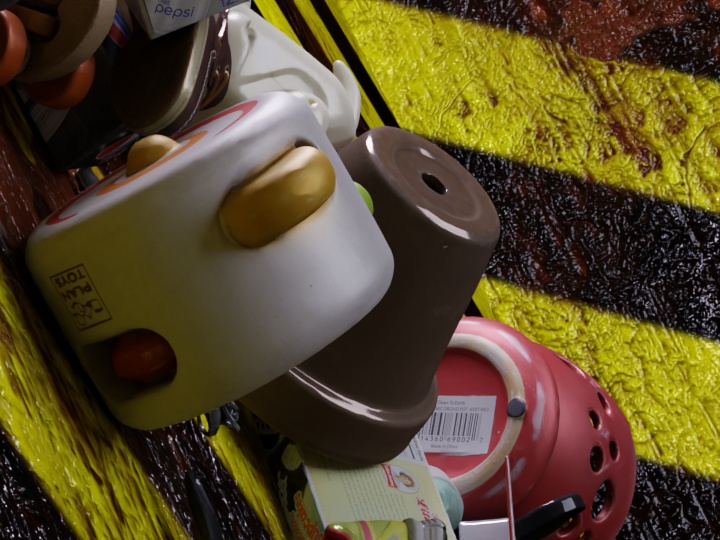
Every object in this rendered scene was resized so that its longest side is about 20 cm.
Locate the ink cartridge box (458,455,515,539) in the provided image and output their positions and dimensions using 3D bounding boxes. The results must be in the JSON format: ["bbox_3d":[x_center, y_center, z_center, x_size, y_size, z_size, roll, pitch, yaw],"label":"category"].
[{"bbox_3d":[0.094,0.260,1.920,0.177,0.044,0.201,79,7,-52],"label":"ink cartridge box"}]

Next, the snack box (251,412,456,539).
[{"bbox_3d":[0.001,0.157,1.867,0.116,0.037,0.201,15,35,-31],"label":"snack box"}]

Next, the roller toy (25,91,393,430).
[{"bbox_3d":[-0.087,-0.011,1.527,0.140,0.182,0.200,60,5,-10],"label":"roller toy"}]

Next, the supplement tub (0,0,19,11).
[{"bbox_3d":[-0.250,-0.244,1.585,0.201,0.107,0.107,63,8,20],"label":"supplement tub"}]

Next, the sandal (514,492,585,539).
[{"bbox_3d":[0.101,0.221,2.071,0.075,0.200,0.045,-18,80,-39],"label":"sandal"}]

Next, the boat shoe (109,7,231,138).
[{"bbox_3d":[-0.106,-0.131,1.712,0.072,0.072,0.200,47,18,-26],"label":"boat shoe"}]

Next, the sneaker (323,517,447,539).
[{"bbox_3d":[0.000,0.231,1.700,0.201,0.090,0.079,-81,-177,-51],"label":"sneaker"}]

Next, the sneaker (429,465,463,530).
[{"bbox_3d":[0.039,0.203,2.004,0.119,0.074,0.200,57,15,24],"label":"sneaker"}]

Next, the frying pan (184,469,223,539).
[{"bbox_3d":[-0.072,0.190,1.471,0.191,0.031,0.115,60,7,14],"label":"frying pan"}]

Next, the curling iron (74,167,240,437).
[{"bbox_3d":[-0.132,0.021,1.732,0.201,0.025,0.050,58,-15,14],"label":"curling iron"}]

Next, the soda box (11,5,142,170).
[{"bbox_3d":[-0.199,-0.166,1.742,0.201,0.071,0.063,60,18,5],"label":"soda box"}]

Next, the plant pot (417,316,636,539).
[{"bbox_3d":[0.102,0.140,2.211,0.182,0.200,0.201,44,18,-56],"label":"plant pot"}]

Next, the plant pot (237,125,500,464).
[{"bbox_3d":[0.000,0.000,1.864,0.200,0.175,0.201,31,25,-16],"label":"plant pot"}]

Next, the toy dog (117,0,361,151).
[{"bbox_3d":[-0.095,-0.154,1.982,0.201,0.193,0.139,58,-29,-1],"label":"toy dog"}]

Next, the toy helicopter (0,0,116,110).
[{"bbox_3d":[-0.207,-0.201,1.653,0.079,0.132,0.200,15,30,-52],"label":"toy helicopter"}]

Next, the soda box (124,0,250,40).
[{"bbox_3d":[-0.134,-0.217,1.707,0.200,0.068,0.064,-124,-165,-57],"label":"soda box"}]
